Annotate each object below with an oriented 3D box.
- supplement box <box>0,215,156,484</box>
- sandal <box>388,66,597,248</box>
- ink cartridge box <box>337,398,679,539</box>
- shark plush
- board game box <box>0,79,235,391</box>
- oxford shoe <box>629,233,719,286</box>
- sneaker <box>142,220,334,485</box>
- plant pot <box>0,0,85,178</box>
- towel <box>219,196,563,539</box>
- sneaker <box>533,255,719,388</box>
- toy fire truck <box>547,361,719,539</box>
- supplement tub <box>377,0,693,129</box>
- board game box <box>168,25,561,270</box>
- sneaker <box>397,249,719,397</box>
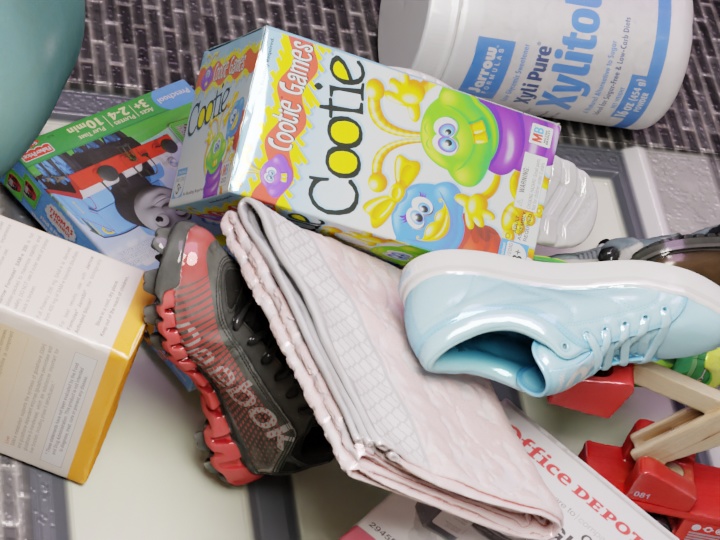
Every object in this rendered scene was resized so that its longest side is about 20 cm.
[{"bbox_3d":[-0.230,0.030,1.449,0.200,0.126,0.074,22,45,-3],"label":"supplement box"},{"bbox_3d":[0.066,-0.064,1.635,0.203,0.050,0.082,28,72,-25],"label":"sandal"},{"bbox_3d":[0.071,0.187,1.456,0.146,0.085,0.200,39,45,15],"label":"ink cartridge box"},{"bbox_3d":[0.187,-0.012,1.703,0.200,0.091,0.083,-32,35,-34],"label":"shark plush"},{"bbox_3d":[-0.112,-0.027,1.603,0.151,0.037,0.200,-26,64,-39],"label":"board game box"},{"bbox_3d":[0.256,0.031,1.647,0.200,0.073,0.084,22,53,-36],"label":"oxford shoe"},{"bbox_3d":[-0.061,0.047,1.441,0.098,0.200,0.071,0,44,21],"label":"sneaker"},{"bbox_3d":[-0.273,-0.127,1.496,0.201,0.201,0.161,15,28,-9],"label":"plant pot"},{"bbox_3d":[0.020,0.056,1.418,0.191,0.032,0.200,25,29,-48],"label":"towel"},{"bbox_3d":[0.136,0.031,1.586,0.200,0.074,0.084,10,1,26],"label":"sneaker"},{"bbox_3d":[0.197,0.108,1.539,0.200,0.141,0.049,12,46,-11],"label":"toy fire truck"},{"bbox_3d":[0.125,-0.177,1.781,0.200,0.132,0.132,6,47,-16],"label":"supplement tub"},{"bbox_3d":[0.002,-0.063,1.502,0.200,0.105,0.103,17,79,-22],"label":"board game box"},{"bbox_3d":[0.121,0.043,1.429,0.200,0.074,0.082,3,53,-8],"label":"sneaker"}]
